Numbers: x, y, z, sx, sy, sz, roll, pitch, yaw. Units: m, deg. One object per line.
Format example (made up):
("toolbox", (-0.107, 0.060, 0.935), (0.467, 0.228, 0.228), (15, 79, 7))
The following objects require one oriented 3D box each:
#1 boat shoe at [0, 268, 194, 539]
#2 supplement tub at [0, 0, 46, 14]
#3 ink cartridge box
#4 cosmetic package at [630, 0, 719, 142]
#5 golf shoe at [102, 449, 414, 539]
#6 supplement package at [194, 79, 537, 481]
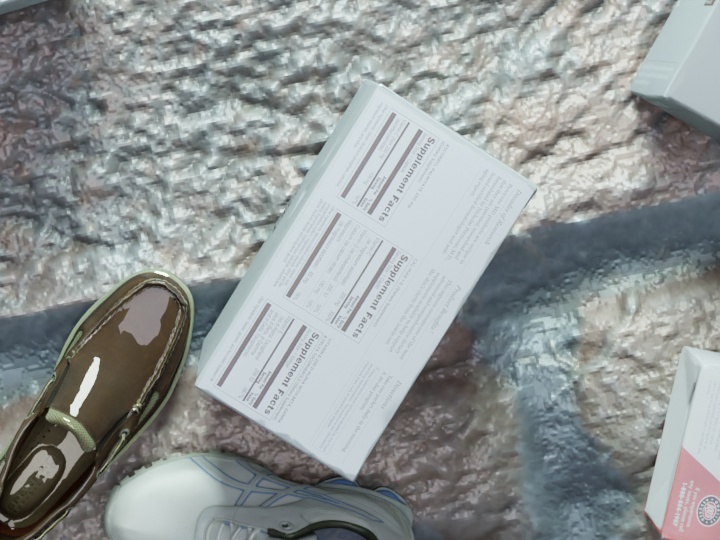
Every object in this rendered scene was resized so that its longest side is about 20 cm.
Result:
("boat shoe", (-0.169, 0.092, 1.185), (0.075, 0.075, 0.203), (32, 95, -7))
("supplement tub", (-0.225, -0.252, 1.110), (0.131, 0.132, 0.201), (-16, 99, -1))
("ink cartridge box", (0.295, 0.128, 1.220), (0.199, 0.068, 0.117), (12, 97, -3))
("cosmetic package", (0.276, -0.097, 1.171), (0.199, 0.107, 0.091), (26, 95, -4))
("golf shoe", (-0.064, 0.161, 1.191), (0.199, 0.097, 0.079), (2, 99, -2))
("supplement package", (0.000, 0.000, 1.142), (0.111, 0.156, 0.200), (32, 95, -6))
